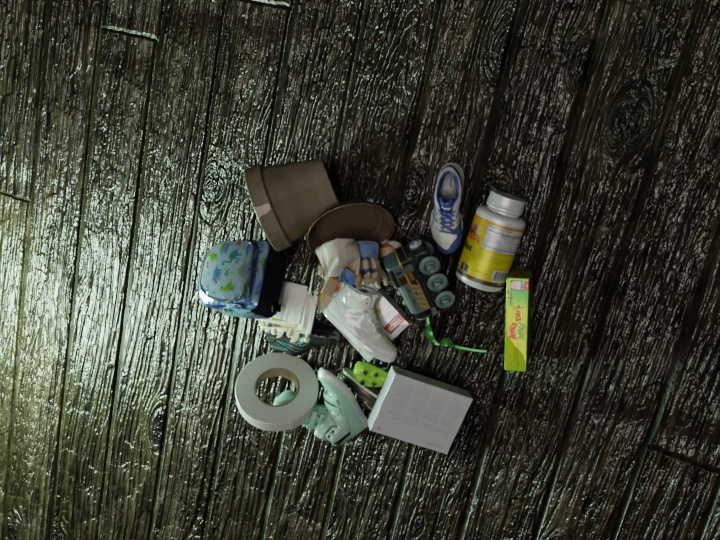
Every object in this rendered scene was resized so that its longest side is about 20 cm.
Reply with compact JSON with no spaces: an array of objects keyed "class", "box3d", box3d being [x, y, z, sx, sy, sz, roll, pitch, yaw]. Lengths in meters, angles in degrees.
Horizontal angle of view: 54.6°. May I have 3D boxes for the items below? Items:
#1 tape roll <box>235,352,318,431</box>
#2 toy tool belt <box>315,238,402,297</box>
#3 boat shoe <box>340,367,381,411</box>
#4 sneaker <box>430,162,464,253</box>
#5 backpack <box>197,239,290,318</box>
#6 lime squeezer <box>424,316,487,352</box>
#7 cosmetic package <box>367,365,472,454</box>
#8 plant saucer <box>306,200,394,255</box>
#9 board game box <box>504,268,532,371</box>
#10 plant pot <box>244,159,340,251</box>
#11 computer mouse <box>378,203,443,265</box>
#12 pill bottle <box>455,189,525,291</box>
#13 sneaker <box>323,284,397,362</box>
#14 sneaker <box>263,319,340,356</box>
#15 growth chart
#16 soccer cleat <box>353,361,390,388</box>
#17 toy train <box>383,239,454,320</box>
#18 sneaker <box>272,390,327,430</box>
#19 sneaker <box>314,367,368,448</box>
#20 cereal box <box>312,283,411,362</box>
[{"class":"tape roll","box3d":[-0.199,0.288,1.667,0.202,0.203,0.037,19,139,13]},{"class":"toy tool belt","box3d":[0.000,0.000,1.547,0.125,0.199,0.124,-22,69,61]},{"class":"boat shoe","box3d":[0.031,0.307,1.658,0.201,0.072,0.061,34,105,6]},{"class":"sneaker","box3d":[0.183,-0.131,1.513,0.075,0.088,0.201,2,103,15]},{"class":"backpack","box3d":[-0.293,0.014,1.642,0.199,0.147,0.184,-2,71,32]},{"class":"lime squeezer","box3d":[0.193,0.145,1.600,0.200,0.038,0.071,41,79,7]},{"class":"cosmetic package","box3d":[0.135,0.320,1.595,0.199,0.052,0.152,20,101,-13]},{"class":"plant saucer","box3d":[-0.024,-0.094,1.556,0.200,0.200,0.037,-29,52,20]},{"class":"board game box","box3d":[0.341,0.105,1.503,0.047,0.102,0.201,3,102,18]},{"class":"plant pot","box3d":[-0.143,-0.166,1.568,0.173,0.200,0.201,-22,94,4]},{"class":"computer mouse","box3d":[0.108,-0.075,1.576,0.200,0.034,0.059,42,111,6]},{"class":"pill bottle","box3d":[0.282,-0.064,1.483,0.109,0.109,0.201,20,106,12]},{"class":"sneaker","box3d":[0.022,0.110,1.578,0.200,0.074,0.116,38,111,7]},{"class":"sneaker","box3d":[-0.138,0.164,1.692,0.199,0.075,0.080,3,115,24]},{"class":"growth chart","box3d":[-0.190,0.087,1.668,0.199,0.018,0.146,17,85,25]},{"class":"soccer cleat","box3d":[0.078,0.256,1.640,0.199,0.081,0.068,19,104,-9]},{"class":"toy train","box3d":[0.130,0.023,1.524,0.113,0.085,0.201,-24,126,6]},{"class":"sneaker","box3d":[-0.127,0.368,1.696,0.199,0.118,0.074,20,107,13]},{"class":"sneaker","box3d":[-0.068,0.328,1.620,0.118,0.074,0.201,-39,117,-18]},{"class":"cereal box","box3d":[0.003,0.096,1.641,0.200,0.040,0.144,46,109,4]}]
